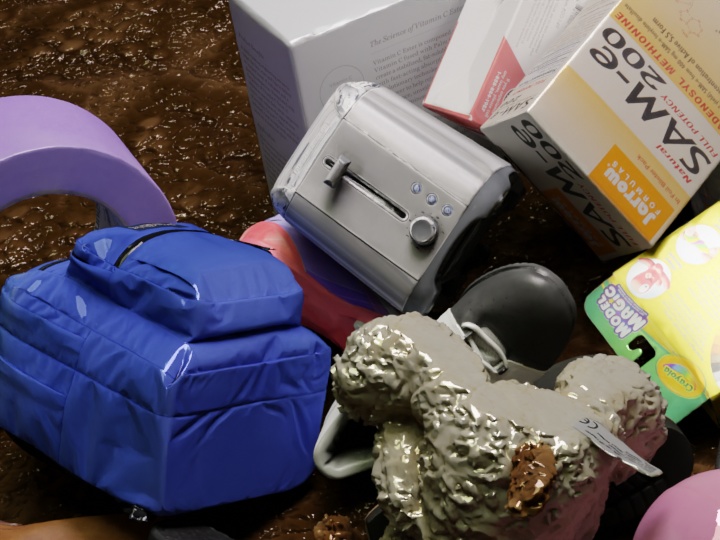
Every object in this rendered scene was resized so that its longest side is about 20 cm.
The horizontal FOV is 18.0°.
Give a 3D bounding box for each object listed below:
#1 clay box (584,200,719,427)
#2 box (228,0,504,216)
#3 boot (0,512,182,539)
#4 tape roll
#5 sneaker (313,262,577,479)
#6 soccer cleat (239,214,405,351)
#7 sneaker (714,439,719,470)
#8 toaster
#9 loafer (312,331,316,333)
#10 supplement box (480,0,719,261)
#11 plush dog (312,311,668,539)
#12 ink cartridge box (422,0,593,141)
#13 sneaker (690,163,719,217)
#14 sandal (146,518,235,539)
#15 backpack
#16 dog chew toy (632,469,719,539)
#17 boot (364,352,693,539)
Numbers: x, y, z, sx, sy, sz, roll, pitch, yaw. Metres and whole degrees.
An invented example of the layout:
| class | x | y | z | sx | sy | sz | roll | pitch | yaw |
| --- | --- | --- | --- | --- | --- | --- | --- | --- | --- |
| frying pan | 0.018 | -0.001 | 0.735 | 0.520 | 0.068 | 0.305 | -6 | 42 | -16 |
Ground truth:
| class | x | y | z | sx | sy | sz | roll | pitch | yaw |
| --- | --- | --- | --- | --- | --- | --- | --- | --- | --- |
| clay box | 0.253 | 0.011 | 1.444 | 0.199 | 0.048 | 0.115 | -34 | 58 | -1 |
| box | 0.008 | -0.122 | 1.625 | 0.151 | 0.201 | 0.106 | -23 | 36 | -18 |
| boot | -0.212 | 0.158 | 1.421 | 0.198 | 0.069 | 0.189 | -7 | 31 | 2 |
| tape roll | -0.228 | -0.011 | 1.542 | 0.199 | 0.201 | 0.085 | -22 | 36 | -15 |
| sneaker | 0.049 | 0.072 | 1.383 | 0.200 | 0.074 | 0.089 | -39 | 5 | 32 |
| soccer cleat | 0.004 | 0.029 | 1.488 | 0.199 | 0.067 | 0.076 | 32 | 45 | 13 |
| sneaker | 0.279 | 0.066 | 1.352 | 0.115 | 0.076 | 0.202 | 10 | 82 | 10 |
| toaster | 0.026 | -0.050 | 1.466 | 0.129 | 0.114 | 0.200 | 36 | 10 | 7 |
| loafer | 0.000 | 0.000 | 1.575 | 0.199 | 0.076 | 0.068 | -28 | 38 | -5 |
| supplement box | 0.192 | -0.122 | 1.497 | 0.200 | 0.126 | 0.073 | -50 | 13 | -21 |
| plush dog | 0.069 | 0.140 | 1.261 | 0.199 | 0.173 | 0.161 | 11 | 31 | -11 |
| ink cartridge box | 0.154 | -0.124 | 1.582 | 0.067 | 0.199 | 0.117 | 23 | 88 | 57 |
| sneaker | 0.267 | -0.041 | 1.531 | 0.075 | 0.092 | 0.200 | -15 | 36 | -5 |
| sandal | -0.048 | 0.201 | 1.324 | 0.199 | 0.045 | 0.075 | 22 | 10 | 37 |
| backpack | -0.134 | 0.053 | 1.449 | 0.199 | 0.169 | 0.162 | 18 | 11 | 41 |
| dog chew toy | 0.167 | 0.197 | 1.217 | 0.200 | 0.125 | 0.124 | -36 | 41 | -17 |
| boot | 0.090 | 0.119 | 1.398 | 0.199 | 0.078 | 0.138 | -13 | 24 | -8 |
